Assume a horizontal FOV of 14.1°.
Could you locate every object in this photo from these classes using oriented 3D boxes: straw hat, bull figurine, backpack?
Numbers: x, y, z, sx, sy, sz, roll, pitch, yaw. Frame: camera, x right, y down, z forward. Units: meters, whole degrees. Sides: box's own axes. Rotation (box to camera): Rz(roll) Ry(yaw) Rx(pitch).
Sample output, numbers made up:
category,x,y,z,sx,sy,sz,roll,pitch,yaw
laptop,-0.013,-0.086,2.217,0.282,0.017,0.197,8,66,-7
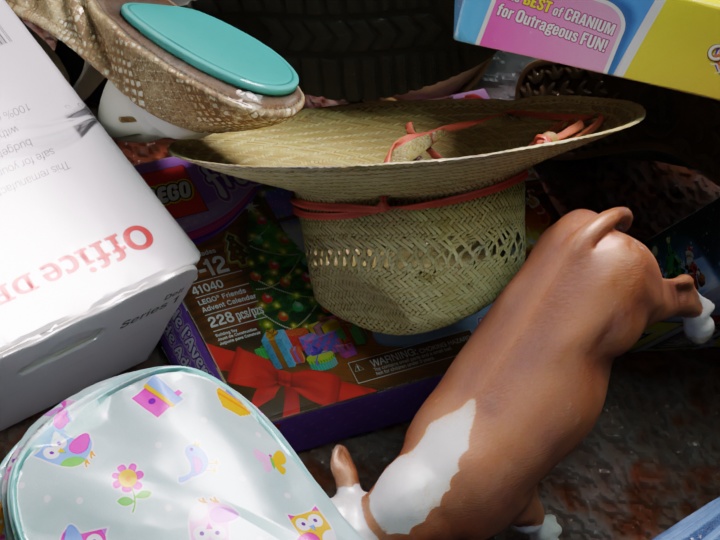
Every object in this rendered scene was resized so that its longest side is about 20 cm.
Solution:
category,x,y,z,sx,sy,sz,roll,pitch,yaw
straw hat,0.022,-0.019,1.218,0.200,0.201,0.086,-12,103,-30
bull figurine,0.062,0.062,1.200,0.065,0.200,0.121,45,13,28
backpack,-0.058,0.137,1.102,0.166,0.127,0.200,-26,66,-32

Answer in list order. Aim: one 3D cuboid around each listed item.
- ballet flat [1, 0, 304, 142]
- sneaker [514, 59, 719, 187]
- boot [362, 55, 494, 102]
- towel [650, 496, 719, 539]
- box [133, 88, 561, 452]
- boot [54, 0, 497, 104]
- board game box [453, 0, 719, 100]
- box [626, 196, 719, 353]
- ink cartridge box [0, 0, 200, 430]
category,x,y,z,sx,sy,sz,roll,pitch,yaw
ballet flat,-0.099,-0.092,1.226,0.070,0.066,0.200,2,28,-45
sneaker,0.172,-0.077,1.342,0.200,0.067,0.090,10,17,44
boot,0.080,-0.176,1.340,0.066,0.200,0.175,38,50,3
towel,0.141,0.166,1.217,0.200,0.049,0.112,-26,70,-36
box,0.000,0.000,1.283,0.199,0.039,0.137,-14,62,-31
boot,-0.031,-0.148,1.314,0.199,0.078,0.139,0,46,11
board game box,0.139,-0.118,1.226,0.199,0.041,0.153,12,25,-5
box,0.202,-0.008,1.272,0.136,0.200,0.038,-3,75,-25
ink cartridge box,-0.184,-0.031,1.195,0.146,0.084,0.200,-25,69,-35
